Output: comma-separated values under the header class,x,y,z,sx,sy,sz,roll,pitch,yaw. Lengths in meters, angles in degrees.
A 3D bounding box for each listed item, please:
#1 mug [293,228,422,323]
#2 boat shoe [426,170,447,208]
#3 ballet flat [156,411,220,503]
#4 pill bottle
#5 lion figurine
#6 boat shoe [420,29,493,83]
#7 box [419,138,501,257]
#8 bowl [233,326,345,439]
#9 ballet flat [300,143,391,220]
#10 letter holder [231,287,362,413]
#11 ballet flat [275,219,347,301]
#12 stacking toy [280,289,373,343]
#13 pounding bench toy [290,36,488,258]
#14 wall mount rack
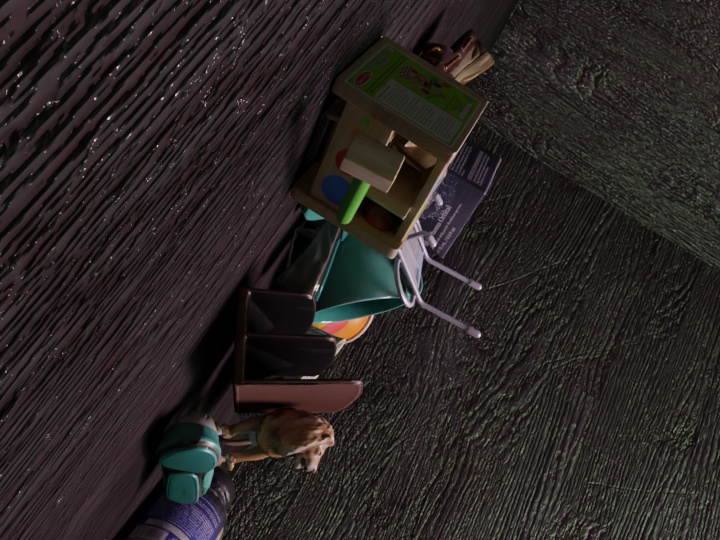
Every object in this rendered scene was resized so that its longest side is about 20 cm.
class,x,y,z,sx,sy,sz,roll,pitch,yaw
mug,-0.011,0.002,0.979,0.150,0.116,0.185,-16,168,20
boat shoe,0.100,-0.135,1.232,0.200,0.056,0.069,-44,-140,51
ballet flat,-0.193,0.200,0.789,0.201,0.066,0.071,116,-18,-54
pill bottle,-0.251,0.357,0.956,0.113,0.111,0.200,-60,177,27
lion figurine,-0.113,0.202,0.858,0.200,0.121,0.073,168,-87,-68
boat shoe,0.105,-0.280,0.977,0.199,0.073,0.072,-36,-165,-28
box,0.126,-0.162,1.326,0.118,0.198,0.197,-59,178,-40
bowl,-0.122,0.142,1.016,0.201,0.094,0.201,-47,173,-7
ballet flat,0.018,-0.102,0.825,0.200,0.070,0.068,-37,156,-39
letter holder,-0.072,0.100,0.802,0.200,0.140,0.102,115,-23,-69
ballet flat,-0.044,-0.050,0.857,0.068,0.063,0.201,112,3,-55
stacking toy,-0.070,0.043,1.080,0.147,0.145,0.200,-59,160,8
pounding bench toy,0.011,-0.095,0.669,0.157,0.123,0.200,-60,177,41
wall mount rack,0.105,-0.004,0.963,0.074,0.175,0.201,-15,-152,20
